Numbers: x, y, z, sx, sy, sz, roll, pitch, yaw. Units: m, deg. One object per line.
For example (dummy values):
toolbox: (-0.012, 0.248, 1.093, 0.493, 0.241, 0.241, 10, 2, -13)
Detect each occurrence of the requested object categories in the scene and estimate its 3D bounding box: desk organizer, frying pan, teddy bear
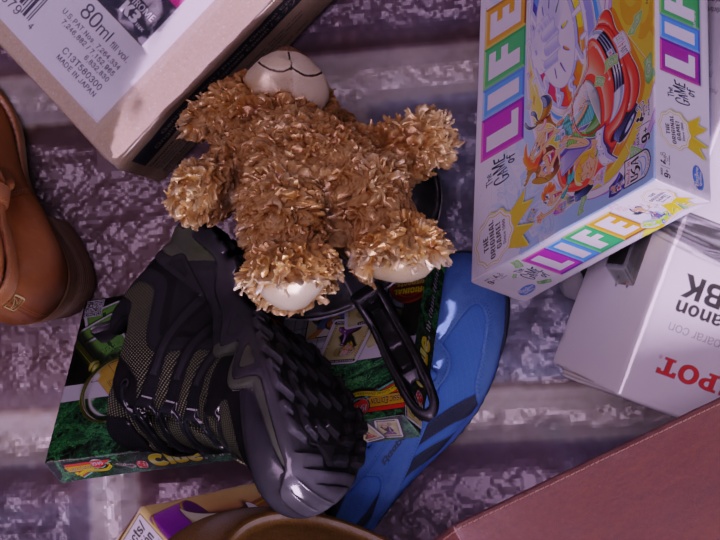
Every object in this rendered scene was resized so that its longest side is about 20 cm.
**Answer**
desk organizer: (0.117, 0.118, 1.064, 0.200, 0.072, 0.077, -21, 77, -33)
frying pan: (-0.015, 0.003, 1.217, 0.115, 0.031, 0.190, -16, 45, 21)
teddy bear: (-0.024, -0.048, 1.166, 0.145, 0.200, 0.067, -7, 123, 8)

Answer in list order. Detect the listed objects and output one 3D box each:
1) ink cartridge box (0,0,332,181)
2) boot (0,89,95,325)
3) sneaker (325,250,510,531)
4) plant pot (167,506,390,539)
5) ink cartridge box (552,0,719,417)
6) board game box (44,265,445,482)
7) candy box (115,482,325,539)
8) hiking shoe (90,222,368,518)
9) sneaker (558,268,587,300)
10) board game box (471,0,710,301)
ink cartridge box: (-0.125, -0.174, 1.283, 0.200, 0.075, 0.165, 45, 99, 14)
boot: (-0.225, -0.053, 1.257, 0.077, 0.155, 0.200, -36, 78, 10)
sneaker: (0.006, 0.077, 1.233, 0.066, 0.078, 0.200, 37, 94, 15)
plant pot: (0.002, 0.167, 1.069, 0.200, 0.200, 0.028, 40, 115, 13)
ink cartridge box: (0.198, -0.018, 1.155, 0.146, 0.083, 0.201, 19, 92, -19)
board game box: (-0.058, 0.048, 1.235, 0.199, 0.023, 0.105, -9, 51, 23)
candy box: (-0.015, 0.184, 1.117, 0.200, 0.117, 0.057, 46, 117, 23)
hiking shoe: (-0.066, 0.063, 1.158, 0.101, 0.076, 0.200, -45, 37, 12)
sneaker: (0.162, -0.068, 1.206, 0.082, 0.077, 0.200, 26, 94, 8)
board game box: (0.108, -0.101, 1.164, 0.134, 0.034, 0.201, -32, 47, 49)
